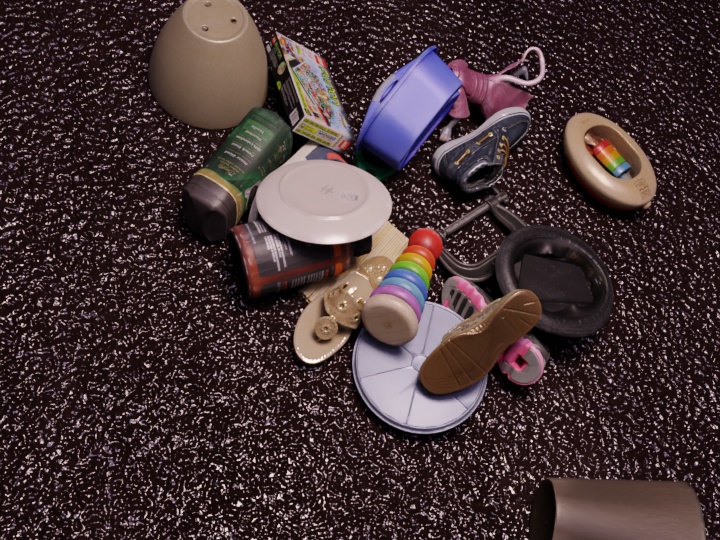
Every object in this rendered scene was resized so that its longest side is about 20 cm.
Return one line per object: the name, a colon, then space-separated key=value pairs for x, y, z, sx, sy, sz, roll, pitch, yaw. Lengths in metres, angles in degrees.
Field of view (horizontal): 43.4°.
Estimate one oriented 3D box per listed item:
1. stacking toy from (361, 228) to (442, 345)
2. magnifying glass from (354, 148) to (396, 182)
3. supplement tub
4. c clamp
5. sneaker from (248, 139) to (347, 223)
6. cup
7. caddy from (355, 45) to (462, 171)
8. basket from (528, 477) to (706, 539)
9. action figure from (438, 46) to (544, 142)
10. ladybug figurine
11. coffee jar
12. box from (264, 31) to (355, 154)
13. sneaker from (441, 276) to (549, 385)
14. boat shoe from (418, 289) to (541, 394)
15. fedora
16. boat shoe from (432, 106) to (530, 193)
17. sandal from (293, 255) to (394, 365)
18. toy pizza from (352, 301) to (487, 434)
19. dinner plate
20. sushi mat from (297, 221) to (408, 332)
stacking toy: x=0.073 y=0.010 z=1.309 sx=0.084 sy=0.086 sz=0.201 roll=28 pitch=48 yaw=2
magnifying glass: x=0.011 y=-0.146 z=1.448 sx=0.078 sy=0.023 sz=0.203 roll=24 pitch=57 yaw=-2
supplement tub: x=-0.084 y=-0.034 z=1.301 sx=0.196 sy=0.108 sz=0.109 roll=-15 pitch=66 yaw=-17
c clamp: x=0.184 y=-0.065 z=1.442 sx=0.170 sy=0.027 sz=0.199 roll=41 pitch=56 yaw=20
sneaker: x=-0.089 y=-0.118 z=1.369 sx=0.083 sy=0.076 sz=0.201 roll=30 pitch=58 yaw=15
cup: x=-0.232 y=-0.347 z=1.420 sx=0.195 sy=0.144 sz=0.204 roll=6 pitch=61 yaw=-12
caddy: x=0.071 y=-0.255 z=1.414 sx=0.104 sy=0.141 sz=0.201 roll=39 pitch=89 yaw=4
basket: x=0.333 y=0.352 z=1.198 sx=0.195 sy=0.137 sz=0.183 roll=11 pitch=56 yaw=-4
action figure: x=0.197 y=-0.300 z=1.515 sx=0.196 sy=0.149 sz=0.137 roll=7 pitch=65 yaw=-27
ladybug figurine: x=0.418 y=-0.177 z=1.541 sx=0.134 sy=0.072 sz=0.202 roll=-26 pitch=71 yaw=-26
coffee jar: x=-0.184 y=-0.142 z=1.343 sx=0.084 sy=0.105 sz=0.201 roll=30 pitch=58 yaw=6
box: x=-0.082 y=-0.283 z=1.437 sx=0.109 sy=0.035 sz=0.203 roll=19 pitch=40 yaw=-41
sneaker: x=0.205 y=0.083 z=1.354 sx=0.200 sy=0.080 sz=0.095 roll=46 pitch=33 yaw=17
boat shoe: x=0.165 y=0.100 z=1.266 sx=0.198 sy=0.063 sz=0.074 roll=-35 pitch=97 yaw=-1
fedora: x=0.282 y=0.030 z=1.379 sx=0.196 sy=0.092 sz=0.205 roll=9 pitch=60 yaw=-15
boat shoe: x=0.219 y=-0.193 z=1.483 sx=0.198 sy=0.072 sz=0.091 roll=-31 pitch=48 yaw=-17
sandal: x=-0.019 y=0.039 z=1.291 sx=0.077 sy=0.070 sz=0.212 roll=40 pitch=60 yaw=10
toy pizza: x=0.085 y=0.138 z=1.297 sx=0.195 sy=0.032 sz=0.204 roll=2 pitch=62 yaw=-4
dinner plate: x=-0.051 y=-0.107 z=1.286 sx=0.195 sy=0.025 sz=0.202 roll=4 pitch=41 yaw=-4
sushi mat: x=0.000 y=0.000 z=1.368 sx=0.095 sy=0.012 sz=0.200 roll=39 pitch=59 yaw=7
